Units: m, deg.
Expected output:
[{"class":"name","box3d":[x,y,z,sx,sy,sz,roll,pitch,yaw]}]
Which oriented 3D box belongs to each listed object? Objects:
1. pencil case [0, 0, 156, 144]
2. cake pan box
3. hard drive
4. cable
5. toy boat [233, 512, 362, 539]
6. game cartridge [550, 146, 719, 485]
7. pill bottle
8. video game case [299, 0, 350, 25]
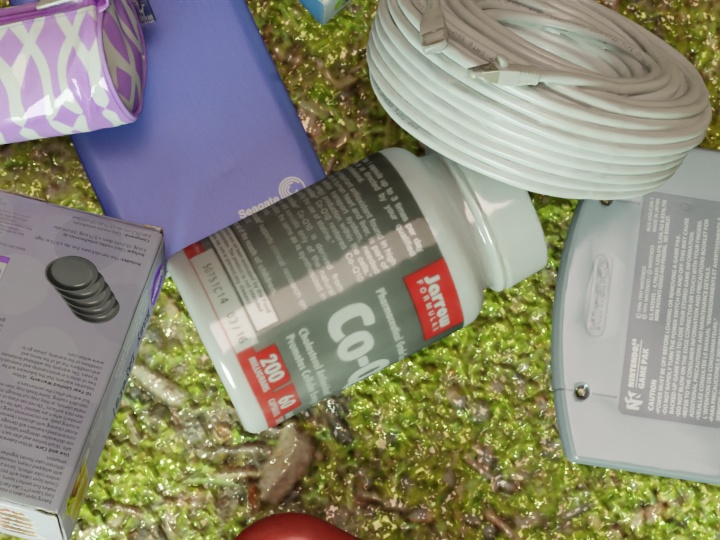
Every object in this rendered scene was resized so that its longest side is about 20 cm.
[{"class":"pencil case","box3d":[-0.219,-0.114,0.889,0.198,0.086,0.084,-9,48,8]},{"class":"cake pan box","box3d":[-0.227,0.040,0.856,0.198,0.052,0.185,12,56,3]},{"class":"hard drive","box3d":[-0.116,-0.108,0.944,0.131,0.025,0.201,-25,85,-6]},{"class":"cable","box3d":[0.101,-0.110,0.878,0.198,0.200,0.070,14,117,-17]},{"class":"toy boat","box3d":[0.000,0.221,0.854,0.199,0.131,0.131,27,80,0]},{"class":"game cartridge","box3d":[0.184,0.023,0.943,0.132,0.040,0.202,10,82,-6]},{"class":"pill bottle","box3d":[0.000,0.000,0.893,0.199,0.114,0.115,-27,85,-6]},{"class":"video game case","box3d":[-0.024,-0.288,0.964,0.181,0.045,0.200,-43,87,-8]}]
